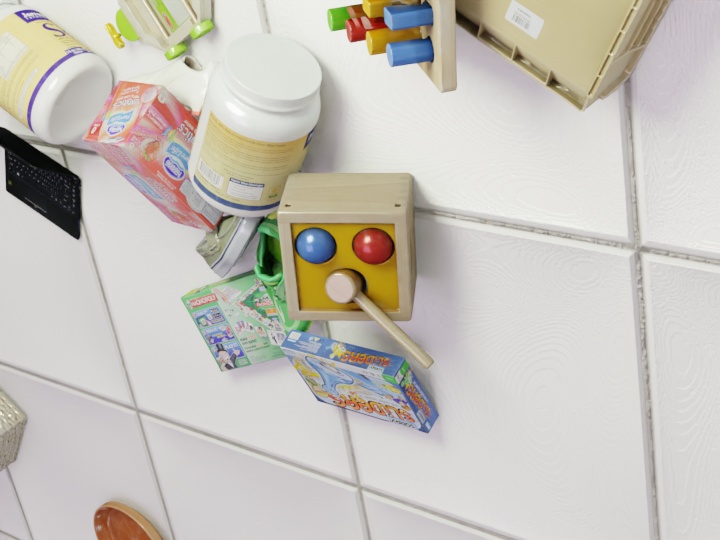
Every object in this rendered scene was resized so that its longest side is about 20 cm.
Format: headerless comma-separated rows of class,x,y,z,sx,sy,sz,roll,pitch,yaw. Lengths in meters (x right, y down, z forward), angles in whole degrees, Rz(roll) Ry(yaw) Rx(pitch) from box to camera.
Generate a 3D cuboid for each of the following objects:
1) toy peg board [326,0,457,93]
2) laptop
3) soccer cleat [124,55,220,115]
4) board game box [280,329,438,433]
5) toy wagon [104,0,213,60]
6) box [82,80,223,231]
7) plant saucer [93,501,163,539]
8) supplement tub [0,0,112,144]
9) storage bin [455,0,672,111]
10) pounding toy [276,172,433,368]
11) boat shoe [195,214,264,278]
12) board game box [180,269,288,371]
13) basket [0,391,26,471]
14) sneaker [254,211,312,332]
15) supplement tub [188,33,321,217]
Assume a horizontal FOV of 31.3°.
toy peg board,0.023,-0.308,1.347,0.199,0.097,0.201,-116,18,-56
laptop,-0.540,-0.146,2.045,0.177,0.103,0.201,33,135,22
soccer cleat,-0.250,-0.253,1.744,0.200,0.069,0.078,14,98,43
board game box,-0.002,0.152,1.775,0.199,0.035,0.136,11,147,37
toy wagon,-0.275,-0.357,1.707,0.200,0.040,0.156,-26,98,49
box,-0.259,-0.151,1.718,0.094,0.103,0.200,13,157,41
plant saucer,-0.430,0.525,2.459,0.200,0.032,0.201,23,130,30
supplement tub,-0.473,-0.291,1.853,0.200,0.145,0.146,37,136,17
storage bin,0.202,-0.295,1.274,0.200,0.094,0.199,38,137,16
pounding toy,0.000,0.000,1.589,0.183,0.142,0.201,0,122,7
boat shoe,-0.188,-0.044,1.790,0.062,0.072,0.200,34,152,-6
board game box,-0.173,0.075,1.917,0.200,0.029,0.135,-16,105,47
basket,-0.793,0.315,2.548,0.200,0.161,0.198,41,137,12
sneaker,-0.112,0.005,1.771,0.074,0.084,0.201,15,127,34
supplement tub,-0.131,-0.181,1.615,0.144,0.144,0.200,39,137,15
